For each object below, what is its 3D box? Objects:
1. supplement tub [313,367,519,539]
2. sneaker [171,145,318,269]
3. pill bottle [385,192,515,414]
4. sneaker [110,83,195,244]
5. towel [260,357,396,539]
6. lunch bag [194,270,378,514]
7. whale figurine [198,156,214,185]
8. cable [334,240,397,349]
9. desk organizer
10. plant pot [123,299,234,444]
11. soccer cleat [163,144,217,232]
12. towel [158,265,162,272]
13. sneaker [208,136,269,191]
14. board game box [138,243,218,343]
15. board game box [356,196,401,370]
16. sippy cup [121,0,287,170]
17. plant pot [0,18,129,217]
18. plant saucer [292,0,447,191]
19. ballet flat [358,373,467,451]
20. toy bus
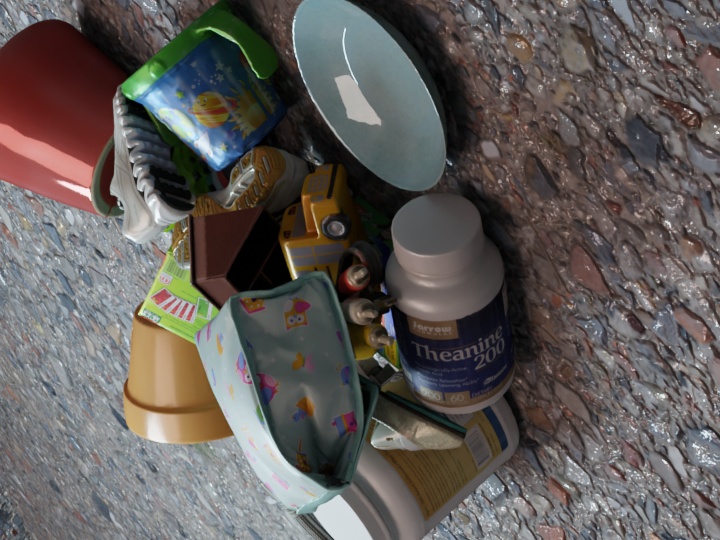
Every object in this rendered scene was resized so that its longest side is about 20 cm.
[{"bbox_3d":[0.048,0.188,1.780,0.144,0.200,0.145,41,156,23],"label":"supplement tub"},{"bbox_3d":[-0.114,-0.053,1.784,0.199,0.087,0.076,-33,60,42],"label":"sneaker"},{"bbox_3d":[0.082,0.029,1.620,0.111,0.111,0.201,33,149,37],"label":"pill bottle"},{"bbox_3d":[-0.233,-0.114,1.825,0.081,0.075,0.201,-45,43,29],"label":"sneaker"},{"bbox_3d":[0.008,0.209,1.862,0.193,0.201,0.034,49,151,-23],"label":"towel"},{"bbox_3d":[-0.062,0.120,1.605,0.202,0.121,0.170,70,160,8],"label":"lunch bag"},{"bbox_3d":[-0.175,-0.058,1.974,0.199,0.104,0.160,-1,123,60],"label":"whale figurine"},{"bbox_3d":[-0.024,0.031,1.626,0.200,0.050,0.098,-17,91,61],"label":"cable"},{"bbox_3d":[-0.101,0.006,1.729,0.200,0.076,0.073,53,-150,-66],"label":"desk organizer"},{"bbox_3d":[-0.205,0.106,2.169,0.199,0.199,0.142,21,124,50],"label":"plant pot"},{"bbox_3d":[-0.210,-0.124,1.898,0.067,0.081,0.201,42,-160,-39],"label":"soccer cleat"},{"bbox_3d":[-0.136,0.042,2.004,0.199,0.037,0.148,29,174,-11],"label":"towel"},{"bbox_3d":[-0.137,-0.157,1.846,0.082,0.077,0.201,-38,82,35],"label":"sneaker"},{"bbox_3d":[-0.130,0.047,1.899,0.199,0.048,0.102,28,129,-3],"label":"board game box"},{"bbox_3d":[0.000,0.000,1.831,0.134,0.029,0.201,39,152,31],"label":"board game box"},{"bbox_3d":[-0.146,-0.177,1.739,0.131,0.139,0.178,50,179,-8],"label":"sippy cup"},{"bbox_3d":[-0.327,-0.164,2.026,0.176,0.201,0.201,30,149,23],"label":"plant pot"},{"bbox_3d":[0.018,-0.166,1.563,0.201,0.039,0.202,42,154,25],"label":"plant saucer"},{"bbox_3d":[0.013,0.140,1.702,0.199,0.063,0.067,27,180,27],"label":"ballet flat"},{"bbox_3d":[-0.026,-0.006,1.714,0.077,0.065,0.201,-6,129,15],"label":"toy bus"}]
